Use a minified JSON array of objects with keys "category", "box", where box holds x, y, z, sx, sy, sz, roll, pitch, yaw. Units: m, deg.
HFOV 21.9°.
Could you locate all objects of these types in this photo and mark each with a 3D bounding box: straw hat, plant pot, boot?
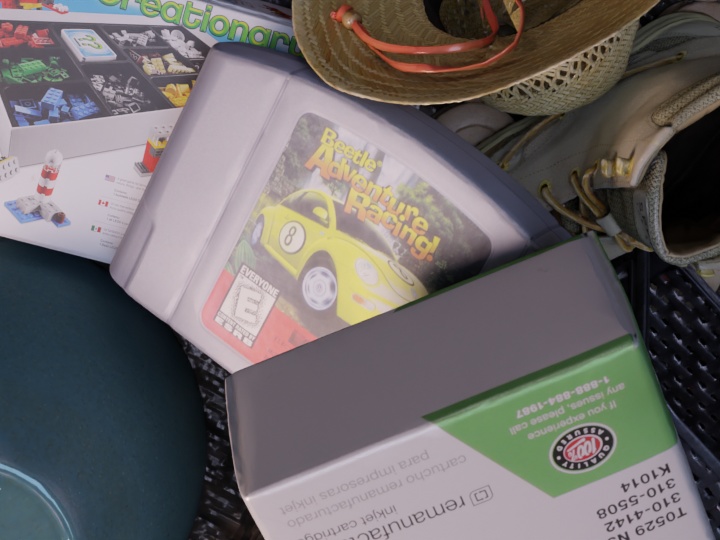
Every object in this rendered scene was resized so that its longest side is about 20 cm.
[{"category":"straw hat","box":[0.073,-0.112,0.759,0.201,0.201,0.085,-30,131,2]},{"category":"plant pot","box":[-0.162,0.098,0.794,0.200,0.135,0.200,-2,105,-7]},{"category":"boot","box":[0.097,-0.024,0.764,0.200,0.155,0.072,-42,106,4]}]

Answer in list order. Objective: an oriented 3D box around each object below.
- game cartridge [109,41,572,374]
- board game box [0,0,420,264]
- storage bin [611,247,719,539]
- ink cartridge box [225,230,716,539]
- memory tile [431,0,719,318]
[{"category":"game cartridge","box":[0.000,0.000,0.744,0.200,0.041,0.133,35,111,17]},{"category":"board game box","box":[-0.082,-0.061,0.808,0.200,0.035,0.126,15,107,-11]},{"category":"storage bin","box":[0.151,0.101,0.819,0.094,0.135,0.200,-35,109,25]},{"category":"ink cartridge box","box":[0.057,0.107,0.684,0.146,0.084,0.200,-23,120,5]},{"category":"memory tile","box":[0.101,-0.074,0.841,0.153,0.017,0.200,2,104,-8]}]
